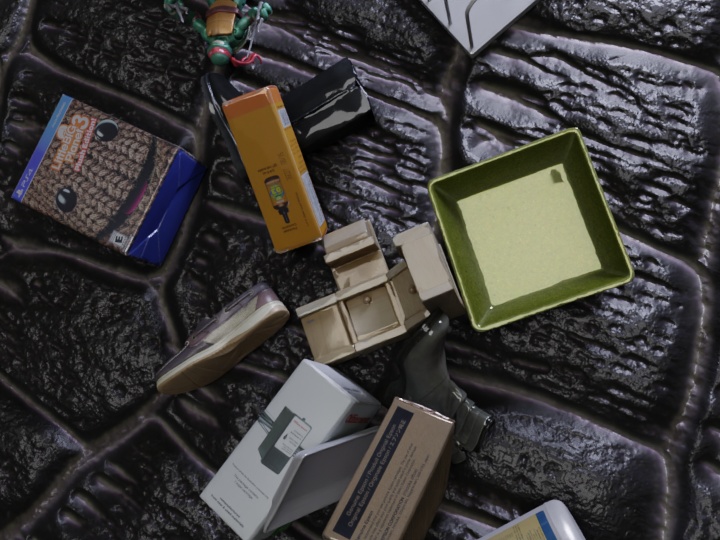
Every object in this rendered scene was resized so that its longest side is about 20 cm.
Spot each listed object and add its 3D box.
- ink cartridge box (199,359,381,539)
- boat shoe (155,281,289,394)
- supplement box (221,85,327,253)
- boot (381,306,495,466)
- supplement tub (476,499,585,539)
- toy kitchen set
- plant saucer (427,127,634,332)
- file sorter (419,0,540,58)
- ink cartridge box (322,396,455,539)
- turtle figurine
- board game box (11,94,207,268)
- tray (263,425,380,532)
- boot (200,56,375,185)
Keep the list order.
[{"bbox_3d":[-0.077,0.211,0.938,0.083,0.147,0.201,38,89,18],"label":"ink cartridge box"},{"bbox_3d":[-0.185,0.089,1.027,0.199,0.072,0.065,-35,62,8],"label":"boat shoe"},{"bbox_3d":[-0.107,-0.129,1.008,0.066,0.069,0.202,-17,100,9],"label":"supplement box"},{"bbox_3d":[0.103,0.136,0.903,0.130,0.201,0.068,36,54,18],"label":"boot"},{"bbox_3d":[0.166,0.358,0.856,0.199,0.145,0.146,-30,75,7],"label":"supplement tub"},{"bbox_3d":[0.000,0.000,0.939,0.198,0.180,0.165,-22,75,7],"label":"toy kitchen set"},{"bbox_3d":[0.205,-0.046,0.968,0.198,0.048,0.202,-19,76,9],"label":"plant saucer"},{"bbox_3d":[0.129,-0.412,1.011,0.138,0.125,0.201,-39,74,3],"label":"file sorter"},{"bbox_3d":[0.034,0.258,0.852,0.074,0.201,0.165,20,58,17],"label":"ink cartridge box"},{"bbox_3d":[-0.193,-0.356,1.089,0.148,0.101,0.202,0,64,-2],"label":"turtle figurine"},{"bbox_3d":[-0.341,-0.121,1.082,0.198,0.097,0.161,24,86,15],"label":"board game box"},{"bbox_3d":[-0.030,0.223,0.890,0.022,0.199,0.108,36,110,28],"label":"tray"},{"bbox_3d":[-0.097,-0.231,1.057,0.199,0.066,0.166,-26,88,13],"label":"boot"}]
